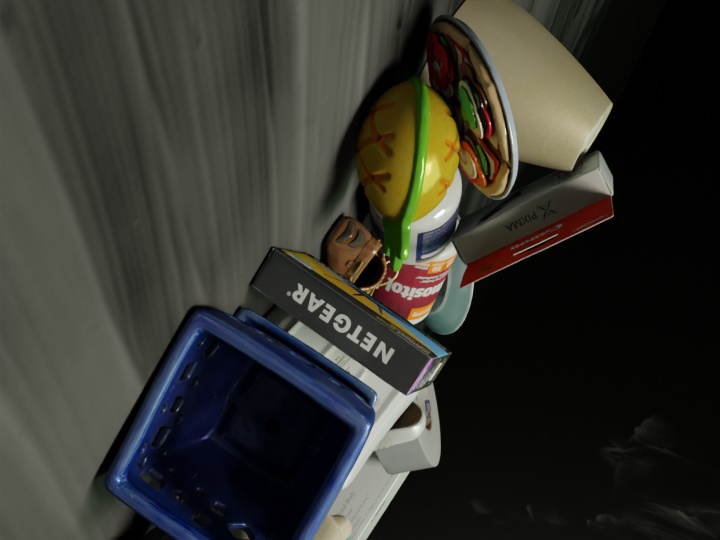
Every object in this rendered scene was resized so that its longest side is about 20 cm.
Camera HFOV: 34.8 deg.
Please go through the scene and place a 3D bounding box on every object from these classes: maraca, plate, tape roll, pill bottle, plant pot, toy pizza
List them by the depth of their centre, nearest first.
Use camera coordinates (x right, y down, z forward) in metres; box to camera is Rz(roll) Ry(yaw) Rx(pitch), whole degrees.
[{"bbox_3d":[-0.102,0.160,1.122,0.201,0.199,0.180,-60,175,9],"label":"plant pot"},{"bbox_3d":[0.046,-0.102,1.202,0.137,0.106,0.202,-103,-161,-68],"label":"maraca"},{"bbox_3d":[0.107,-0.167,1.206,0.031,0.202,0.201,-20,159,-12],"label":"toy pizza"},{"bbox_3d":[-0.027,0.112,1.308,0.032,0.201,0.200,-31,-170,44],"label":"plate"},{"bbox_3d":[0.191,-0.209,1.362,0.188,0.199,0.188,-55,168,-17],"label":"plant pot"},{"bbox_3d":[0.065,-0.087,1.376,0.111,0.110,0.200,-55,169,-13],"label":"pill bottle"},{"bbox_3d":[0.054,0.173,1.569,0.200,0.065,0.203,-13,90,-77],"label":"tape roll"},{"bbox_3d":[0.062,0.003,1.606,0.113,0.112,0.201,-47,165,-43],"label":"pill bottle"},{"bbox_3d":[0.103,-0.006,1.674,0.025,0.201,0.201,-5,140,-25],"label":"plate"}]

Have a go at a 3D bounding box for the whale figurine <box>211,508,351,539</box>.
[{"bbox_3d":[-0.090,0.287,1.256,0.201,0.157,0.105,-105,-155,-61],"label":"whale figurine"}]

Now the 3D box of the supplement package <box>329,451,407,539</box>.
[{"bbox_3d":[-0.052,0.298,1.691,0.153,0.199,0.151,-56,169,-7],"label":"supplement package"}]

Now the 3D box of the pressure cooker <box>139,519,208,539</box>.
[{"bbox_3d":[-0.216,0.382,1.265,0.177,0.178,0.200,-60,172,11],"label":"pressure cooker"}]

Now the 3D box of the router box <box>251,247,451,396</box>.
[{"bbox_3d":[-0.006,0.053,1.214,0.051,0.199,0.149,-57,169,5],"label":"router box"}]

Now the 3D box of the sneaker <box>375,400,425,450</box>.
[{"bbox_3d":[0.002,0.203,1.422,0.073,0.198,0.085,-54,129,-45],"label":"sneaker"}]

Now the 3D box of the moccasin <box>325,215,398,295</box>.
[{"bbox_3d":[0.001,-0.001,1.417,0.074,0.077,0.202,-53,168,-22],"label":"moccasin"}]

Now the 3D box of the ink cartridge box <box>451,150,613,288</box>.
[{"bbox_3d":[0.202,-0.063,1.361,0.199,0.044,0.174,-26,-170,18],"label":"ink cartridge box"}]
